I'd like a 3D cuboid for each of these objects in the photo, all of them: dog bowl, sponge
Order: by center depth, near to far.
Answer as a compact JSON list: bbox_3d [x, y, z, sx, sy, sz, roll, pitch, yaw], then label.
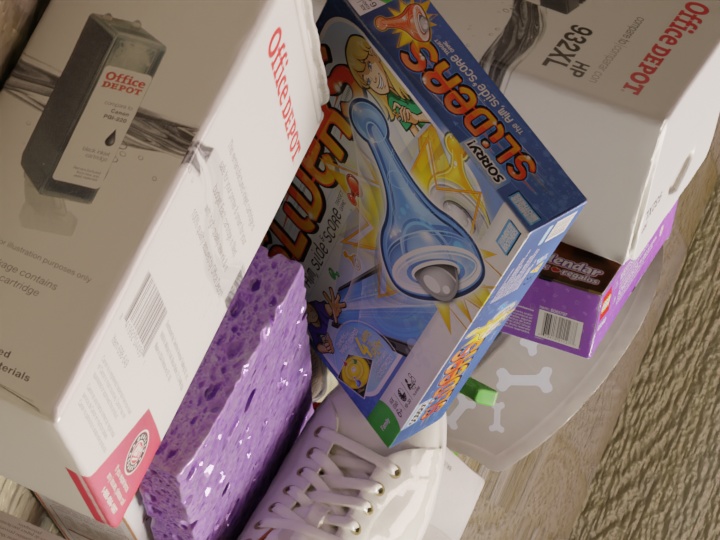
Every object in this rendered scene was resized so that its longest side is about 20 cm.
[{"bbox_3d":[-0.058,0.078,1.269,0.200,0.030,0.112,88,27,-64],"label":"sponge"},{"bbox_3d":[0.080,0.028,1.607,0.200,0.059,0.200,-41,-159,19],"label":"dog bowl"}]

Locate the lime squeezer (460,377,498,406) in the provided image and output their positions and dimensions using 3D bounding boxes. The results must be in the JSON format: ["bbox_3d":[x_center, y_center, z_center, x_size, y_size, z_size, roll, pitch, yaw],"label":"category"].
[{"bbox_3d":[0.015,0.029,1.548,0.200,0.071,0.038,-132,-138,-71],"label":"lime squeezer"}]

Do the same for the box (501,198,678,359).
[{"bbox_3d":[0.042,-0.032,1.374,0.137,0.200,0.039,-50,154,-56],"label":"box"}]

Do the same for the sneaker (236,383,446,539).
[{"bbox_3d":[-0.018,0.125,1.282,0.200,0.073,0.085,-63,170,-12],"label":"sneaker"}]

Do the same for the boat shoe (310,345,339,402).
[{"bbox_3d":[0.000,0.000,1.423,0.200,0.073,0.075,-92,180,-55],"label":"boat shoe"}]

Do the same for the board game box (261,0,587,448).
[{"bbox_3d":[0.013,-0.025,1.220,0.034,0.135,0.200,-29,162,-29],"label":"board game box"}]

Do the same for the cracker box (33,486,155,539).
[{"bbox_3d":[-0.093,0.060,1.295,0.200,0.058,0.134,78,36,-70],"label":"cracker box"}]

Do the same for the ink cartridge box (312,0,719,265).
[{"bbox_3d":[0.067,-0.098,1.362,0.145,0.200,0.084,-50,157,-55],"label":"ink cartridge box"}]

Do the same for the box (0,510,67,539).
[{"bbox_3d":[-0.164,0.194,1.264,0.039,0.041,0.200,-54,163,-48],"label":"box"}]

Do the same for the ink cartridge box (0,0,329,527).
[{"bbox_3d":[-0.093,-0.023,1.082,0.200,0.085,0.146,-62,167,-17],"label":"ink cartridge box"}]

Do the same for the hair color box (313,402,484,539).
[{"bbox_3d":[-0.025,0.161,1.399,0.111,0.064,0.200,43,64,-41],"label":"hair color box"}]
